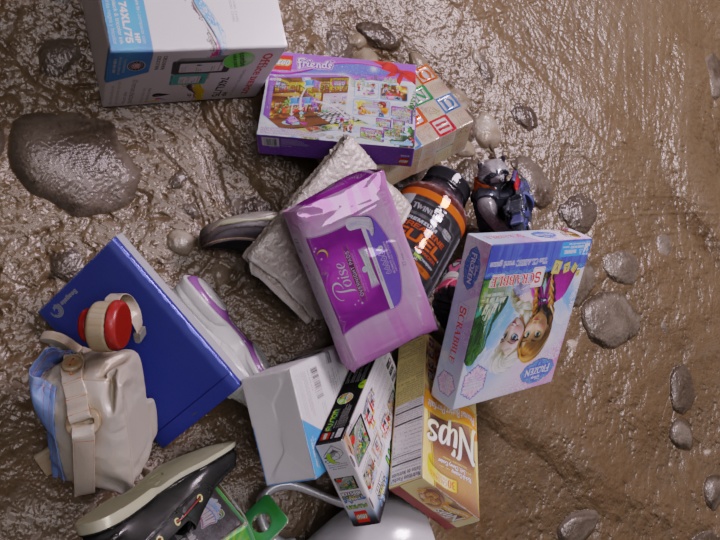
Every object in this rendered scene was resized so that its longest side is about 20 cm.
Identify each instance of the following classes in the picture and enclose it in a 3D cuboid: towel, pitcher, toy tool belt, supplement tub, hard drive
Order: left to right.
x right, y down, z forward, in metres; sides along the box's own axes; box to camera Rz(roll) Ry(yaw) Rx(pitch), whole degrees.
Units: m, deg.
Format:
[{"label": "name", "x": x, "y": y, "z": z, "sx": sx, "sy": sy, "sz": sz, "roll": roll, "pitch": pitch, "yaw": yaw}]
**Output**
[{"label": "toy tool belt", "x": -0.281, "y": 0.123, "z": 0.652, "sx": 0.119, "sy": 0.126, "sz": 0.206, "roll": 2, "pitch": 115, "yaw": 3}, {"label": "hard drive", "x": -0.234, "y": 0.080, "z": 0.711, "sx": 0.131, "sy": 0.025, "sz": 0.201, "roll": -36, "pitch": 100, "yaw": 17}, {"label": "towel", "x": -0.037, "y": -0.045, "z": 0.789, "sx": 0.132, "sy": 0.034, "sz": 0.201, "roll": 43, "pitch": 82, "yaw": -29}, {"label": "pitcher", "x": -0.018, "y": 0.318, "z": 0.776, "sx": 0.194, "sy": 0.121, "sz": 0.177, "roll": -13, "pitch": 81, "yaw": -15}, {"label": "supplement tub", "x": 0.075, "y": -0.042, "z": 0.881, "sx": 0.106, "sy": 0.106, "sz": 0.203, "roll": 37, "pitch": 67, "yaw": -15}]

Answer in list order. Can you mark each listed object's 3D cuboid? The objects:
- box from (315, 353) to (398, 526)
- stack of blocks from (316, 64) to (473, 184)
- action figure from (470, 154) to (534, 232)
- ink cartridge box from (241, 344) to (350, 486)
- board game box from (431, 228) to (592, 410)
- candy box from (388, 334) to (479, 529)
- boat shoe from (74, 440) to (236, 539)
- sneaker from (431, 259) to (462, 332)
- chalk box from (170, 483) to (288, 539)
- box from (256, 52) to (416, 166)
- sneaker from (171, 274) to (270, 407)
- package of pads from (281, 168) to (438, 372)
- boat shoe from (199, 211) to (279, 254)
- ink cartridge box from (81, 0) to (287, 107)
[{"label": "box", "x": 0.011, "y": 0.181, "z": 0.775, "sx": 0.113, "sy": 0.034, "sz": 0.201, "roll": 68, "pitch": 23, "yaw": -18}, {"label": "stack of blocks", "x": 0.038, "y": -0.184, "z": 0.888, "sx": 0.196, "sy": 0.059, "sz": 0.116, "roll": -28, "pitch": 67, "yaw": -18}, {"label": "action figure", "x": 0.184, "y": -0.053, "z": 0.893, "sx": 0.200, "sy": 0.101, "sz": 0.200, "roll": -38, "pitch": 123, "yaw": -68}, {"label": "ink cartridge box", "x": -0.050, "y": 0.158, "z": 0.776, "sx": 0.199, "sy": 0.065, "sz": 0.119, "roll": -9, "pitch": 84, "yaw": -68}, {"label": "board game box", "x": 0.186, "y": 0.054, "z": 0.804, "sx": 0.196, "sy": 0.041, "sz": 0.205, "roll": -6, "pitch": 114, "yaw": -38}, {"label": "candy box", "x": 0.094, "y": 0.195, "z": 0.819, "sx": 0.115, "sy": 0.055, "sz": 0.203, "roll": 41, "pitch": 36, "yaw": -30}, {"label": "boat shoe", "x": -0.186, "y": 0.227, "z": 0.648, "sx": 0.200, "sy": 0.072, "sz": 0.065, "roll": -25, "pitch": 95, "yaw": -63}, {"label": "sneaker", "x": 0.158, "y": 0.080, "z": 0.895, "sx": 0.075, "sy": 0.078, "sz": 0.204, "roll": -61, "pitch": 140, "yaw": -47}, {"label": "chalk box", "x": -0.164, "y": 0.311, "z": 0.681, "sx": 0.197, "sy": 0.123, "sz": 0.127, "roll": -27, "pitch": 112, "yaw": -26}, {"label": "box", "x": -0.026, "y": -0.206, "z": 0.838, "sx": 0.193, "sy": 0.039, "sz": 0.141, "roll": 5, "pitch": 62, "yaw": -1}, {"label": "sneaker", "x": -0.170, "y": 0.107, "z": 0.769, "sx": 0.099, "sy": 0.075, "sz": 0.202, "roll": -36, "pitch": 101, "yaw": -2}, {"label": "package of pads", "x": 0.000, "y": 0.000, "z": 0.746, "sx": 0.118, "sy": 0.076, "sz": 0.205, "roll": -24, "pitch": 106, "yaw": -12}, {"label": "boat shoe", "x": -0.098, "y": -0.028, "z": 0.813, "sx": 0.194, "sy": 0.074, "sz": 0.076, "roll": -1, "pitch": 81, "yaw": -25}, {"label": "ink cartridge box", "x": -0.207, "y": -0.292, "z": 0.763, "sx": 0.195, "sy": 0.146, "sz": 0.151, "roll": -12, "pitch": 86, "yaw": -26}]
